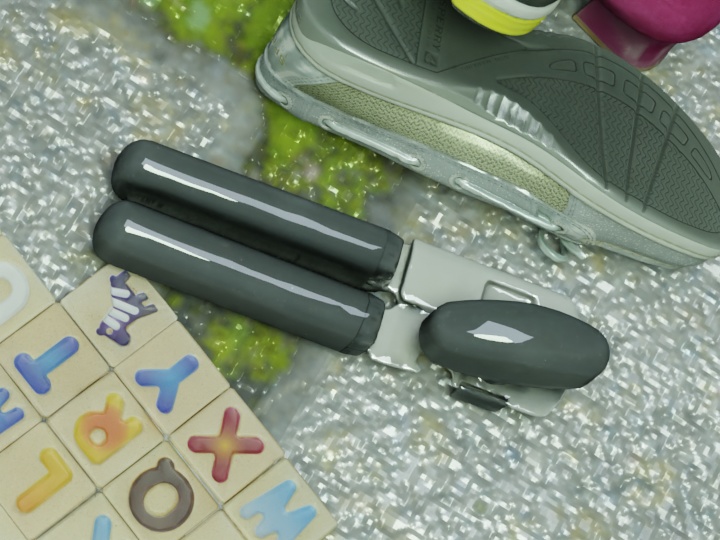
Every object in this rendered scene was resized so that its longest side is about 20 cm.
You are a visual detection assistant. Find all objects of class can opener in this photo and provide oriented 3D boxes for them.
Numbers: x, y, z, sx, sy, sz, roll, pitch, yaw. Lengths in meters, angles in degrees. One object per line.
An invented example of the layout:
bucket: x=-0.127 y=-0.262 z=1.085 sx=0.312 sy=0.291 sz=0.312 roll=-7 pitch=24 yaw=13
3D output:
can opener: x=0.000 y=0.000 z=1.083 sx=0.199 sy=0.067 sz=0.054 roll=21 pitch=68 yaw=-13

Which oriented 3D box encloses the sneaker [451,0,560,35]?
sneaker: x=0.081 y=-0.187 z=1.077 sx=0.074 sy=0.084 sz=0.201 roll=20 pitch=63 yaw=-33

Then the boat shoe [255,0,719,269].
boat shoe: x=0.057 y=-0.054 z=1.127 sx=0.201 sy=0.065 sz=0.075 roll=24 pitch=49 yaw=-14

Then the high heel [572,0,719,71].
high heel: x=0.067 y=-0.164 z=1.139 sx=0.067 sy=0.096 sz=0.200 roll=-42 pitch=88 yaw=-23

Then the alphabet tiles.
alphabet tiles: x=-0.130 y=0.066 z=1.058 sx=0.167 sy=0.008 sz=0.200 roll=-37 pitch=86 yaw=-23
